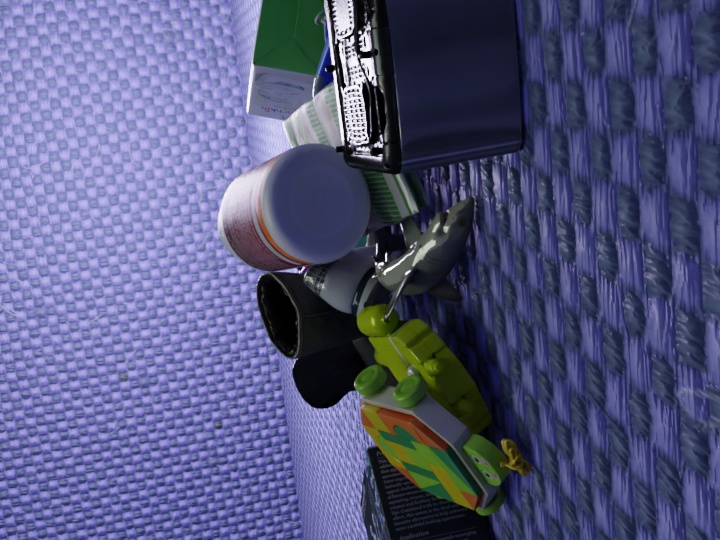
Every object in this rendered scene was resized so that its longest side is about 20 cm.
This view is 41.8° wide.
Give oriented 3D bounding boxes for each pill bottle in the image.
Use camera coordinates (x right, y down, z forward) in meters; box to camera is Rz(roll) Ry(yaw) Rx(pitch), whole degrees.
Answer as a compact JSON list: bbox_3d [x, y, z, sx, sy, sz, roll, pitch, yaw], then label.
[{"bbox_3d":[-0.078,-0.058,0.967,0.199,0.112,0.115,-9,90,64],"label":"pill bottle"}]

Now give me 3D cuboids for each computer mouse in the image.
[{"bbox_3d":[-0.020,0.087,1.187,0.046,0.199,0.142,-32,77,36],"label":"computer mouse"}]

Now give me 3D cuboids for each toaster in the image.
[{"bbox_3d":[0.042,-0.175,0.750,0.200,0.117,0.184,-148,49,-76],"label":"toaster"}]

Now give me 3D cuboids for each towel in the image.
[{"bbox_3d":[-0.009,-0.108,0.946,0.154,0.023,0.200,65,156,-3],"label":"towel"}]

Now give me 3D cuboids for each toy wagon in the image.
[{"bbox_3d":[0.074,0.162,0.870,0.156,0.040,0.199,54,157,-21],"label":"toy wagon"}]

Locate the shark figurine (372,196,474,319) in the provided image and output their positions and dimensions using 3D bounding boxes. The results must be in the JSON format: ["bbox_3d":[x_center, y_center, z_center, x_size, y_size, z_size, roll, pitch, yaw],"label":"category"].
[{"bbox_3d":[0.060,0.001,0.937,0.130,0.089,0.214,-67,17,-7],"label":"shark figurine"}]

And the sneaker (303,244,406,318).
[{"bbox_3d":[0.000,0.000,1.065,0.200,0.079,0.077,-28,-45,-75],"label":"sneaker"}]

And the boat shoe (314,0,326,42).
[{"bbox_3d":[-0.012,-0.285,1.072,0.068,0.073,0.202,41,150,52],"label":"boat shoe"}]

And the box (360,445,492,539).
[{"bbox_3d":[0.074,0.300,1.007,0.149,0.105,0.202,94,164,-52],"label":"box"}]

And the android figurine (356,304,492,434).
[{"bbox_3d":[0.065,0.109,0.934,0.183,0.041,0.200,56,169,-6],"label":"android figurine"}]

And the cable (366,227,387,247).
[{"bbox_3d":[0.007,-0.067,1.139,0.201,0.050,0.098,71,-142,-61],"label":"cable"}]

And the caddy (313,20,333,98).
[{"bbox_3d":[0.001,-0.189,0.986,0.202,0.103,0.142,91,166,-44],"label":"caddy"}]

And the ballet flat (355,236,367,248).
[{"bbox_3d":[0.007,-0.064,1.216,0.073,0.071,0.202,-110,16,-46],"label":"ballet flat"}]

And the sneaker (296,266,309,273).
[{"bbox_3d":[-0.046,-0.020,1.275,0.080,0.083,0.203,7,97,46],"label":"sneaker"}]

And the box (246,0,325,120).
[{"bbox_3d":[-0.092,-0.323,1.258,0.177,0.095,0.203,125,153,-75],"label":"box"}]

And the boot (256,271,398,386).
[{"bbox_3d":[-0.020,0.076,1.076,0.183,0.072,0.199,58,-160,12],"label":"boot"}]
